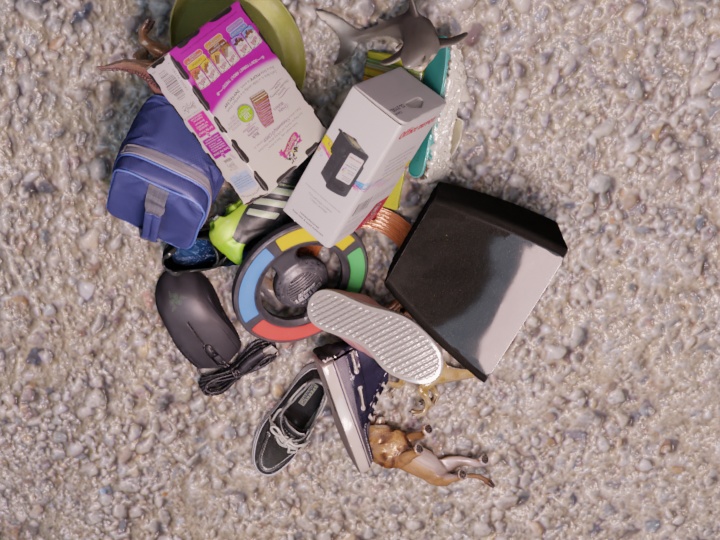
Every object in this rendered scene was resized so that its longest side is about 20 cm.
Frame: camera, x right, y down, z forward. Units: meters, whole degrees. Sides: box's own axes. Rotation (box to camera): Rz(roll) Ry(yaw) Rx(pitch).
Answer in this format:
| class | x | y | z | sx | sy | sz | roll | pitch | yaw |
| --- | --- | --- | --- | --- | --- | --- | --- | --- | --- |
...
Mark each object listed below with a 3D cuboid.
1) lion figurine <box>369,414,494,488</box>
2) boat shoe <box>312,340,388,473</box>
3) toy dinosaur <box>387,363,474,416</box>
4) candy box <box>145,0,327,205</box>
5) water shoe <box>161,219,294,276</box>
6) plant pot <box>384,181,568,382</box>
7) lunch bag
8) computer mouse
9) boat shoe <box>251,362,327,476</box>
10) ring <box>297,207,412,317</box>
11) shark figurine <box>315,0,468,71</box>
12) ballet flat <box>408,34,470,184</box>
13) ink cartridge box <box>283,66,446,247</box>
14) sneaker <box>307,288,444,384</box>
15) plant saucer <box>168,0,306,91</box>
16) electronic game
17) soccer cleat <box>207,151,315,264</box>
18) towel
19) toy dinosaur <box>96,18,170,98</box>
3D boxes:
| class | x | y | z | sx | sy | sz | roll | pitch | yaw |
| --- | --- | --- | --- | --- | --- | --- | --- | --- | --- |
| lion figurine | 0.092 | 0.280 | 1.636 | 0.199 | 0.073 | 0.122 | 37 | 142 | -17 |
| boat shoe | 0.006 | 0.185 | 1.569 | 0.092 | 0.075 | 0.202 | -22 | 113 | -12 |
| toy dinosaur | 0.098 | 0.155 | 1.598 | 0.197 | 0.058 | 0.102 | 13 | 110 | -2 |
| candy box | -0.144 | -0.201 | 1.339 | 0.061 | 0.136 | 0.201 | -19 | 111 | 50 |
| water shoe | -0.177 | -0.031 | 1.529 | 0.197 | 0.079 | 0.072 | -16 | 109 | 8 |
| plant pot | 0.140 | -0.006 | 1.462 | 0.176 | 0.200 | 0.202 | 30 | 104 | -1 |
| lunch bag | -0.253 | -0.113 | 1.438 | 0.135 | 0.200 | 0.134 | 26 | 66 | -6 |
| computer mouse | -0.222 | 0.086 | 1.589 | 0.137 | 0.053 | 0.201 | -30 | 106 | 14 |
| boat shoe | -0.101 | 0.231 | 1.629 | 0.073 | 0.068 | 0.200 | 34 | 108 | -10 |
| ring | 0.000 | 0.000 | 1.565 | 0.197 | 0.019 | 0.203 | 1 | 111 | 2 |
| shark figurine | 0.044 | -0.312 | 1.388 | 0.127 | 0.214 | 0.090 | -30 | 120 | -22 |
| ballet flat | 0.109 | -0.212 | 1.465 | 0.071 | 0.072 | 0.203 | 11 | 113 | -2 |
| ink cartridge box | 0.007 | -0.146 | 1.410 | 0.083 | 0.146 | 0.201 | 39 | 121 | 10 |
| sneaker | 0.030 | 0.083 | 1.476 | 0.198 | 0.105 | 0.076 | 27 | 94 | 15 |
| plant saucer | -0.159 | -0.276 | 1.403 | 0.201 | 0.200 | 0.031 | 52 | 144 | -15 |
| electronic game | -0.080 | 0.016 | 1.501 | 0.198 | 0.042 | 0.202 | -17 | 132 | -20 |
| soccer cleat | -0.115 | -0.091 | 1.488 | 0.200 | 0.067 | 0.081 | -42 | 102 | -9 |
| towel | 0.032 | -0.187 | 1.484 | 0.085 | 0.018 | 0.203 | 19 | 113 | 23 |
| toy dinosaur | -0.228 | -0.238 | 1.419 | 0.086 | 0.198 | 0.137 | -36 | 66 | 39 |
